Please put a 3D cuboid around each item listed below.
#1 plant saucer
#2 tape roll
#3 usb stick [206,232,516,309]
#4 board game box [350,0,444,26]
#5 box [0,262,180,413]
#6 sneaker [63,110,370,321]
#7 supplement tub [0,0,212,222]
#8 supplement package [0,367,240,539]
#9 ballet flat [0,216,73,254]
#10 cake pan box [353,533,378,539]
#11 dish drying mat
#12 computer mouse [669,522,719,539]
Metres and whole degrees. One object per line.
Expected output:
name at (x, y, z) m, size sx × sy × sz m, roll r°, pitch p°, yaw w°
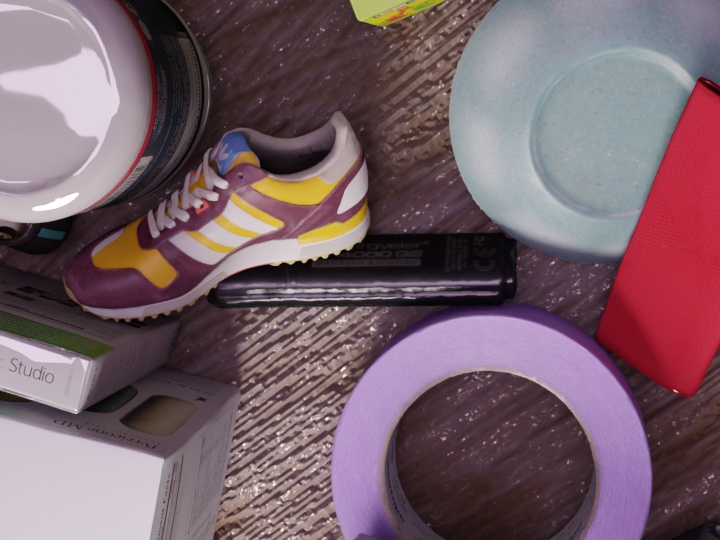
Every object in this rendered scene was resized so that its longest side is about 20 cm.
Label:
plant saucer at (0.152, -0.087, 0.902) m, size 0.198 × 0.039 × 0.203 m, roll 0°, pitch 117°, yaw 0°
tape roll at (0.083, 0.123, 0.957) m, size 0.197 × 0.066 × 0.203 m, roll 1°, pitch 97°, yaw 9°
usb stick at (0.000, 0.000, 0.963) m, size 0.197 × 0.056 × 0.033 m, roll -1°, pitch 132°, yaw 8°
board game box at (-0.010, -0.250, 0.909) m, size 0.047 × 0.102 × 0.202 m, roll -21°, pitch 93°, yaw 11°
box at (-0.202, 0.035, 0.919) m, size 0.143 × 0.200 × 0.037 m, roll 17°, pitch 95°, yaw 6°
sneaker at (-0.091, -0.040, 0.927) m, size 0.198 × 0.075 × 0.091 m, roll -20°, pitch 133°, yaw -13°
supplement tub at (-0.169, -0.105, 0.898) m, size 0.138 × 0.200 × 0.142 m, roll 1°, pitch 97°, yaw 8°
supplement package at (-0.176, 0.144, 0.927) m, size 0.150 × 0.200 × 0.153 m, roll 13°, pitch 98°, yaw 6°
ballet flat at (-0.281, -0.067, 0.985) m, size 0.198 × 0.068 × 0.069 m, roll 20°, pitch 99°, yaw 6°
cake pan box at (0.074, 0.254, 0.928) m, size 0.198 × 0.053 × 0.185 m, roll 18°, pitch 142°, yaw 6°
dish drying mat at (0.197, -0.014, 0.889) m, size 0.077 × 0.018 × 0.202 m, roll 37°, pitch 136°, yaw 24°
computer mouse at (0.230, 0.221, 0.962) m, size 0.200 × 0.046 × 0.141 m, roll -43°, pitch 96°, yaw 7°
